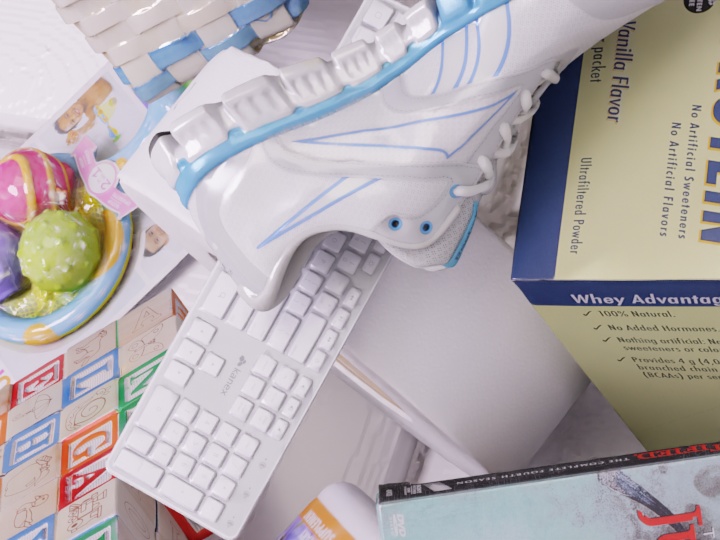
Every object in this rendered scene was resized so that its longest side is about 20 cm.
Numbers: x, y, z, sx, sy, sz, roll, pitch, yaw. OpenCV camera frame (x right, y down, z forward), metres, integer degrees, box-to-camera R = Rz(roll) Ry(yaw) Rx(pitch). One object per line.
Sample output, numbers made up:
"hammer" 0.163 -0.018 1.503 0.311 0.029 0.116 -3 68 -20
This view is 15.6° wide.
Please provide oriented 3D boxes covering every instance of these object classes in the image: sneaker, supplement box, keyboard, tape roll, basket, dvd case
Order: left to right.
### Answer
"basket" -0.097 -0.191 1.149 0.139 0.200 0.177 -31 17 21
"keyboard" -0.020 -0.003 0.945 0.056 0.011 0.201 28 84 8
"tape roll" 0.000 0.000 1.049 0.202 0.202 0.071 36 85 32
"sneaker" 0.031 -0.049 0.913 0.199 0.075 0.087 -27 82 12
"dvd case" 0.113 0.138 0.965 0.198 0.022 0.147 -8 98 0
"supplement box" 0.185 -0.018 0.975 0.199 0.200 0.135 -1 66 23

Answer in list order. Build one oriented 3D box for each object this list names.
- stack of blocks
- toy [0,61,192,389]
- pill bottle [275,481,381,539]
"stack of blocks" -0.108 0.098 1.074 0.115 0.059 0.200 -30 24 9
"toy" -0.141 -0.028 1.216 0.200 0.047 0.115 -42 55 1
"pill bottle" -0.036 0.190 1.028 0.200 0.112 0.112 -47 57 -3
